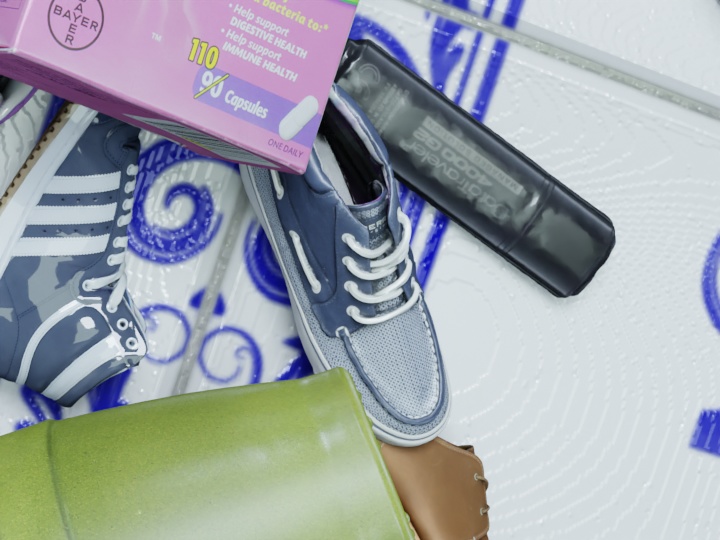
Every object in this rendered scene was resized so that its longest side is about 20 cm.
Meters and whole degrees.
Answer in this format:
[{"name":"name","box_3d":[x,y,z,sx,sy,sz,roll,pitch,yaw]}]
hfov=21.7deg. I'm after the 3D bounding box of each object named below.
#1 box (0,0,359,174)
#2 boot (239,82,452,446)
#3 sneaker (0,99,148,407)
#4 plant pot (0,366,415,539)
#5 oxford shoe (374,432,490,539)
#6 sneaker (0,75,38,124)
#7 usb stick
[{"name":"box","box_3d":[-0.087,-0.171,0.902,0.175,0.096,0.202,21,85,-40]},{"name":"boot","box_3d":[0.000,0.000,1.002,0.072,0.090,0.201,-29,91,-22]},{"name":"sneaker","box_3d":[-0.137,-0.022,0.999,0.108,0.070,0.201,33,96,-10]},{"name":"plant pot","box_3d":[-0.071,0.142,0.957,0.192,0.200,0.202,-22,102,-1]},{"name":"oxford shoe","box_3d":[0.052,0.141,1.069,0.071,0.071,0.201,-38,103,-10]},{"name":"sneaker","box_3d":[-0.228,-0.072,0.950,0.073,0.114,0.201,42,88,-16]},{"name":"usb stick","box_3d":[0.059,-0.056,1.062,0.199,0.033,0.056,35,96,-15]}]
